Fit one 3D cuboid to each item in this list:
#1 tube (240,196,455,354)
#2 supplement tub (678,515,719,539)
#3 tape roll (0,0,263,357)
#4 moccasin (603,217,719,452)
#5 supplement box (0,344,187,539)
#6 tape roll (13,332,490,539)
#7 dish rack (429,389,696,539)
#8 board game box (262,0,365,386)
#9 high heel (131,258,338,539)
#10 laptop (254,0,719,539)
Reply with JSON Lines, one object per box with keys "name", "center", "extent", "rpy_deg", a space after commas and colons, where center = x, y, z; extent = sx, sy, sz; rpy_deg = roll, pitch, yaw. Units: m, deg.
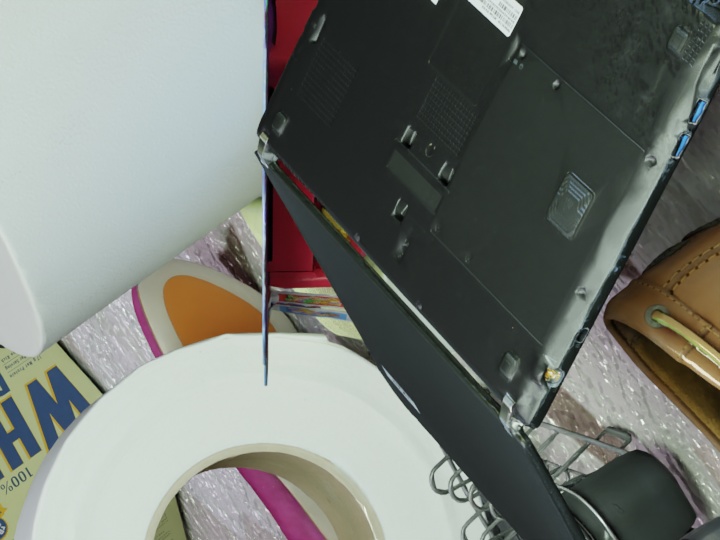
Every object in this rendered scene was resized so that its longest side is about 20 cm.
{"name": "tube", "center": [0.000, 0.000, 1.173], "extent": [0.200, 0.052, 0.058], "rpy_deg": [-176, 88, -71]}
{"name": "supplement tub", "center": [0.165, 0.176, 0.937], "extent": [0.200, 0.122, 0.123], "rpy_deg": [42, 160, 33]}
{"name": "tape roll", "center": [-0.132, -0.086, 1.194], "extent": [0.203, 0.139, 0.203], "rpy_deg": [47, 161, 22]}
{"name": "moccasin", "center": [0.147, 0.076, 0.866], "extent": [0.202, 0.078, 0.074], "rpy_deg": [54, 163, 1]}
{"name": "supplement box", "center": [-0.216, 0.143, 1.867], "extent": [0.200, 0.134, 0.200], "rpy_deg": [45, 161, 27]}
{"name": "tape roll", "center": [-0.047, 0.128, 1.279], "extent": [0.203, 0.202, 0.071], "rpy_deg": [54, 164, 0]}
{"name": "dish rack", "center": [0.086, 0.121, 1.158], "extent": [0.154, 0.055, 0.200], "rpy_deg": [61, 162, -20]}
{"name": "board game box", "center": [-0.015, -0.045, 1.042], "extent": [0.200, 0.039, 0.158], "rpy_deg": [102, 168, -81]}
{"name": "high heel", "center": [-0.042, 0.079, 1.401], "extent": [0.200, 0.067, 0.096], "rpy_deg": [42, 153, -5]}
{"name": "laptop", "center": [0.053, -0.013, 0.885], "extent": [0.103, 0.200, 0.177], "rpy_deg": [14, -159, -36]}
